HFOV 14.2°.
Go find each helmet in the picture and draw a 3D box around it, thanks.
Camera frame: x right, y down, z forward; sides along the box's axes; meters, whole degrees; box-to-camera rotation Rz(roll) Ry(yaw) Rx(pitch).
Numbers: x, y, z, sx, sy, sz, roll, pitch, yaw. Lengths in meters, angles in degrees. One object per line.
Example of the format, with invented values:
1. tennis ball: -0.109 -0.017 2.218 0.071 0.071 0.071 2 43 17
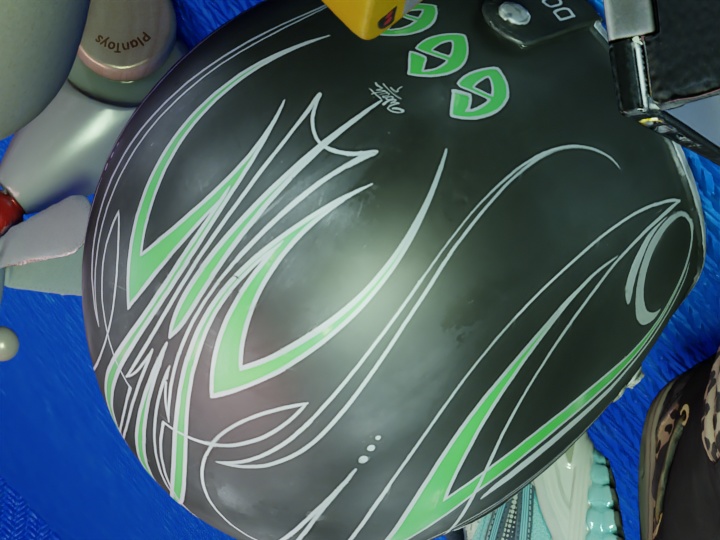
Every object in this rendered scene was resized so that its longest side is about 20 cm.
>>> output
1. helmet: 0.000 0.000 0.966 0.200 0.190 0.200 48 164 19

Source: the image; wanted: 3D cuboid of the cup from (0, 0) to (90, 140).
1. cup: -0.189 -0.167 1.192 0.200 0.200 0.143 47 139 9

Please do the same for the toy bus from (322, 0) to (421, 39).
1. toy bus: -0.037 -0.171 0.880 0.200 0.078 0.065 47 166 10

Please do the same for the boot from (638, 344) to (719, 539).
1. boot: 0.137 0.106 0.949 0.151 0.073 0.201 106 166 -68

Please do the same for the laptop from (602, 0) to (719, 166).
1. laptop: 0.095 -0.126 0.530 0.200 0.115 0.188 12 -109 -74

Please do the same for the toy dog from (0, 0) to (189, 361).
1. toy dog: -0.121 -0.036 1.336 0.096 0.201 0.132 30 -171 8

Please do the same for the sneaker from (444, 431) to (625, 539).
1. sneaker: 0.043 0.047 1.061 0.078 0.086 0.201 81 180 -65
